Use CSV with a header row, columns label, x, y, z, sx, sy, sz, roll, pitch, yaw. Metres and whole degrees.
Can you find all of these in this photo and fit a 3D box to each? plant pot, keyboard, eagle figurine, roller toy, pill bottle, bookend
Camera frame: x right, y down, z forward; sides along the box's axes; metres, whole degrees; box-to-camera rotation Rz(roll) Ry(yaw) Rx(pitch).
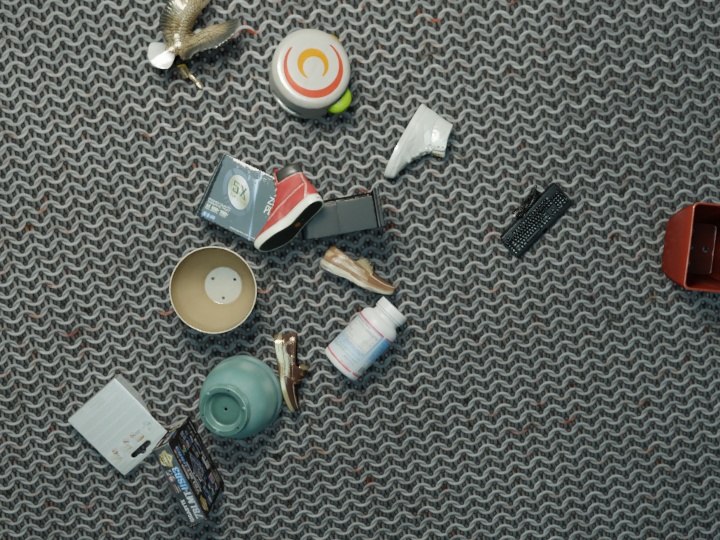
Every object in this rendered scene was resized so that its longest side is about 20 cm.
label,x,y,z,sx,sy,sz,roll,pitch,yaw
plant pot,0.843,-0.053,1.491,0.200,0.176,0.200,5,94,-1
plant pot,-0.339,0.041,1.480,0.200,0.134,0.201,0,93,-1
keyboard,0.433,-0.132,1.541,0.104,0.040,0.200,43,90,-4
plant pot,-0.303,0.316,1.477,0.200,0.134,0.201,1,97,12
eagle figurine,-0.393,-0.551,1.436,0.152,0.200,0.151,17,49,-34
roller toy,-0.122,-0.460,1.453,0.182,0.140,0.200,-7,91,-12
pill bottle,0.016,0.163,1.511,0.109,0.109,0.200,44,91,-4
bookend,-0.052,-0.129,1.446,0.200,0.199,0.092,-10,94,0

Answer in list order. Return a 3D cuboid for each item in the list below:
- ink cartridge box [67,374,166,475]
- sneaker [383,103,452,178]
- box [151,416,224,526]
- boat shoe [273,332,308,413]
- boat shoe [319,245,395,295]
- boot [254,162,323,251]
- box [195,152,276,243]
label,x,y,z,sx,sy,sz,roll,pitch,yaw
ink cartridge box,-0.597,0.385,1.542,0.160,0.047,0.200,-41,99,1
sneaker,0.148,-0.293,1.505,0.115,0.074,0.200,31,91,0
box,-0.407,0.472,1.472,0.050,0.199,0.200,-26,95,2
boat shoe,-0.164,0.252,1.533,0.072,0.072,0.200,-10,89,-2
boat shoe,0.000,0.000,1.519,0.200,0.076,0.072,25,90,-5
boot,-0.190,-0.149,1.429,0.200,0.072,0.144,-41,66,18
box,-0.269,-0.164,1.493,0.200,0.086,0.164,26,92,-3
